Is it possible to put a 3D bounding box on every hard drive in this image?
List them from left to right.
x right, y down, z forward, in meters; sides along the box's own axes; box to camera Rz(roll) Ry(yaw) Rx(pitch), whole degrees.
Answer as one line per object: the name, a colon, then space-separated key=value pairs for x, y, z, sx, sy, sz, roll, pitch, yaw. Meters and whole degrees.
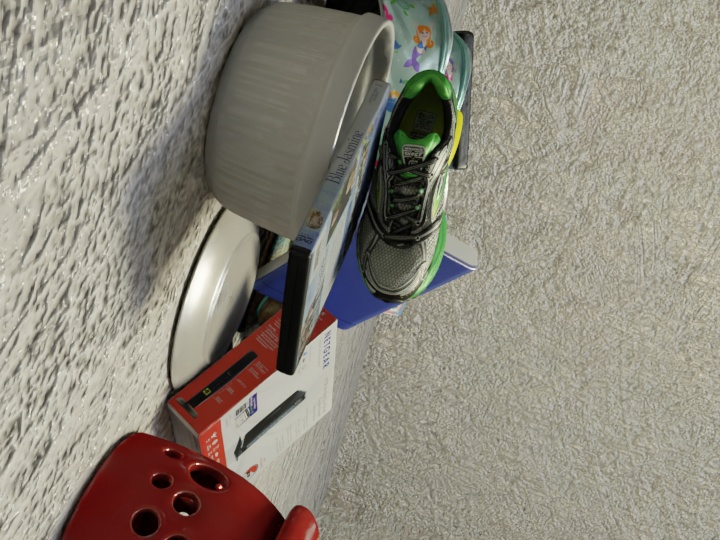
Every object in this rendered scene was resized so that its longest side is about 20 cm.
hard drive: x=0.000 y=0.000 z=0.921 sx=0.199 sy=0.131 sz=0.026 roll=-28 pitch=-134 yaw=44

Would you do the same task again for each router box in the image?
router box: x=-0.106 y=0.139 z=0.943 sx=0.179 sy=0.049 sz=0.201 roll=-39 pitch=156 yaw=-25

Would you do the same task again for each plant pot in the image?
plant pot: x=-0.138 y=0.254 z=0.745 sx=0.200 sy=0.181 sz=0.202 roll=17 pitch=90 yaw=-83

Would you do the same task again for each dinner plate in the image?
dinner plate: x=-0.130 y=0.024 z=0.875 sx=0.200 sy=0.024 sz=0.202 roll=18 pitch=90 yaw=-83

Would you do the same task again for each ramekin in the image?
ramekin: x=-0.051 y=-0.124 z=0.761 sx=0.200 sy=0.104 sz=0.202 roll=19 pitch=90 yaw=-84

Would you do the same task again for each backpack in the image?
backpack: x=0.022 y=-0.201 z=0.922 sx=0.178 sy=0.149 sz=0.201 roll=-124 pitch=-144 yaw=-52

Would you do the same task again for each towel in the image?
towel: x=-0.074 y=-0.016 z=1.084 sx=0.200 sy=0.022 sz=0.147 roll=-38 pitch=152 yaw=-64

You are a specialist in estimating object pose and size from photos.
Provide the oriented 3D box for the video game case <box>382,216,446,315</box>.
video game case: x=0.009 y=-0.022 z=1.101 sx=0.199 sy=0.018 sz=0.144 roll=13 pitch=107 yaw=-46

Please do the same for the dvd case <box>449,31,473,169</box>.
dvd case: x=0.060 y=-0.195 z=1.045 sx=0.200 sy=0.017 sz=0.144 roll=19 pitch=-71 yaw=58

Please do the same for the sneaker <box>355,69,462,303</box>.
sneaker: x=0.036 y=-0.072 z=0.763 sx=0.085 sy=0.077 sz=0.202 roll=46 pitch=53 yaw=-77

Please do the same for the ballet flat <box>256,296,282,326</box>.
ballet flat: x=-0.075 y=0.075 z=1.069 sx=0.068 sy=0.072 sz=0.200 roll=-48 pitch=170 yaw=-14

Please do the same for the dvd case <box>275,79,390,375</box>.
dvd case: x=-0.021 y=-0.035 z=0.713 sx=0.143 sy=0.017 sz=0.201 roll=102 pitch=7 yaw=-49

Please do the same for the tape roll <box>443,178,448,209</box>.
tape roll: x=0.039 y=-0.140 z=1.213 sx=0.202 sy=0.070 sz=0.204 roll=172 pitch=-90 yaw=-68

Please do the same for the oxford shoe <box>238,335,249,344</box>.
oxford shoe: x=-0.120 y=0.134 z=1.096 sx=0.200 sy=0.071 sz=0.073 roll=90 pitch=15 yaw=-70
